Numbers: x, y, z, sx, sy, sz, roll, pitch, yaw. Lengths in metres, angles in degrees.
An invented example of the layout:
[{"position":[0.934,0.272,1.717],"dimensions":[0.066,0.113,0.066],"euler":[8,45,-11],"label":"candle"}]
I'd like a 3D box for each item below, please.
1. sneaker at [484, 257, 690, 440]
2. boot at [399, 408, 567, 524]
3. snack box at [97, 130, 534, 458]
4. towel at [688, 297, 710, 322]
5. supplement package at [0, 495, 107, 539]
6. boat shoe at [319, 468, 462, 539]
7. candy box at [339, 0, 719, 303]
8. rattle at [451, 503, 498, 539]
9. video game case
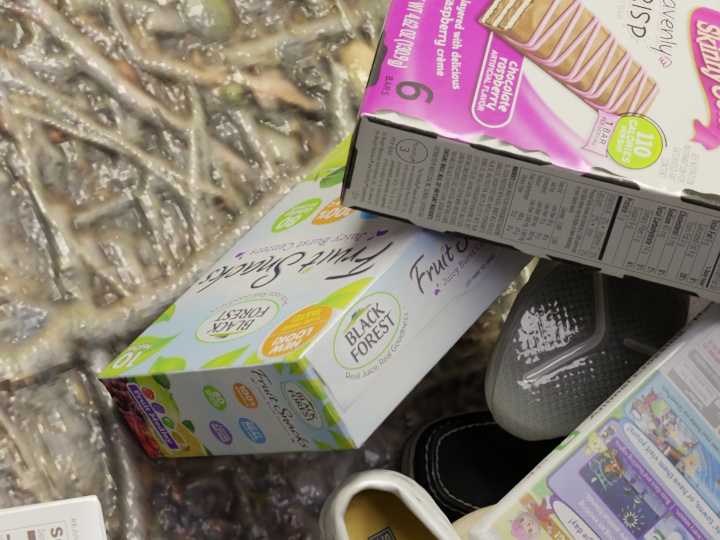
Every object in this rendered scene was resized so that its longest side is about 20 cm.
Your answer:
[{"position":[0.114,-0.001,1.161],"dimensions":[0.070,0.080,0.200],"euler":[41,65,-12],"label":"sneaker"},{"position":[0.136,0.080,1.156],"dimensions":[0.203,0.154,0.074],"euler":[9,65,-25],"label":"boot"},{"position":[0.000,0.000,1.121],"dimensions":[0.200,0.142,0.053],"euler":[-46,112,-34],"label":"snack box"},{"position":[0.168,-0.027,1.236],"dimensions":[0.200,0.132,0.034],"euler":[58,26,6],"label":"towel"},{"position":[-0.179,0.182,0.909],"dimensions":[0.199,0.152,0.151],"euler":[-9,73,-10],"label":"supplement package"},{"position":[0.050,0.166,1.033],"dimensions":[0.074,0.086,0.202],"euler":[-29,83,-3],"label":"boat shoe"},{"position":[0.104,-0.068,1.069],"dimensions":[0.199,0.061,0.137],"euler":[14,51,1],"label":"candy box"},{"position":[0.043,0.175,1.141],"dimensions":[0.200,0.143,0.130],"euler":[-28,98,3],"label":"rattle"},{"position":[0.175,0.122,1.076],"dimensions":[0.182,0.022,0.200],"euler":[-42,94,-9],"label":"video game case"}]
